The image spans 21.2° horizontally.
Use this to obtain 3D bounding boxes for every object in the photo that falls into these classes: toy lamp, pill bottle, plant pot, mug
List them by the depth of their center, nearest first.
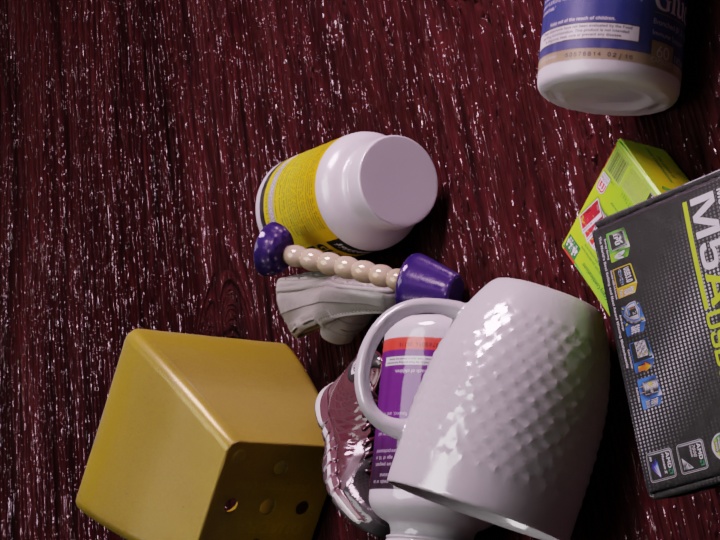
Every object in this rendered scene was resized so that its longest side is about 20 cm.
[{"bbox_3d":[0.093,0.094,1.478,0.148,0.199,0.176,80,-151,-80],"label":"mug"},{"bbox_3d":[0.199,-0.229,1.484,0.111,0.110,0.201,-12,69,61],"label":"pill bottle"},{"bbox_3d":[0.066,0.142,1.597,0.112,0.112,0.201,-13,68,61],"label":"pill bottle"},{"bbox_3d":[0.000,0.000,1.750,0.199,0.058,0.059,15,94,29],"label":"toy lamp"},{"bbox_3d":[-0.012,-0.069,1.832,0.200,0.112,0.113,-15,66,61],"label":"pill bottle"},{"bbox_3d":[-0.134,0.191,1.902,0.176,0.199,0.201,35,111,49],"label":"plant pot"}]

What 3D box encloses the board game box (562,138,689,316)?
[{"bbox_3d":[0.224,0.000,1.415,0.102,0.047,0.200,-65,30,26],"label":"board game box"}]

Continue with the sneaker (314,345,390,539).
[{"bbox_3d":[0.016,0.140,1.744,0.116,0.075,0.200,-59,32,28],"label":"sneaker"}]

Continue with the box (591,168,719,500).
[{"bbox_3d":[0.252,0.035,1.270,0.193,0.047,0.201,-24,72,49],"label":"box"}]

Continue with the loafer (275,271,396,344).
[{"bbox_3d":[-0.013,0.035,1.856,0.200,0.070,0.070,-2,99,59],"label":"loafer"}]
